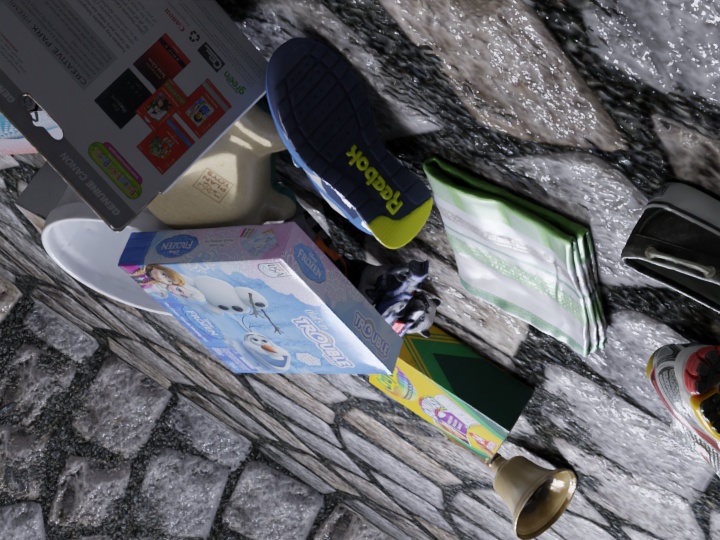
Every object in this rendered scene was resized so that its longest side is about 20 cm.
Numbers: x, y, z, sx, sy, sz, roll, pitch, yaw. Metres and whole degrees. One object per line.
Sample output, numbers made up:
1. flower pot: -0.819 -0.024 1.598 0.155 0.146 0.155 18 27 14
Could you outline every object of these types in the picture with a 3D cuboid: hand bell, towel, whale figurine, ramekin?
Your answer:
1. hand bell: 0.161 0.233 1.707 0.200 0.104 0.104 38 170 37
2. towel: 0.125 -0.006 1.113 0.149 0.031 0.200 26 163 26
3. whale figurine: -0.118 -0.107 1.236 0.159 0.104 0.200 32 142 -11
4. ramekin: -0.212 -0.044 1.395 0.199 0.106 0.200 14 154 7

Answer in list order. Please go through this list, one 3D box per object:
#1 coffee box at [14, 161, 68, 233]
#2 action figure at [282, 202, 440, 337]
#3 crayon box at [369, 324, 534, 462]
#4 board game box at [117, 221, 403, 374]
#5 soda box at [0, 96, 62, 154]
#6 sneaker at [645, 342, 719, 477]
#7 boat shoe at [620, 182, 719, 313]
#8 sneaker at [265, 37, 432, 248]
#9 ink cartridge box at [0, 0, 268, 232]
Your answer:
1. coffee box: -0.383 -0.055 1.935 0.114 0.080 0.200 27 163 25
2. action figure: 0.000 0.000 1.342 0.193 0.105 0.200 31 141 -16
3. crayon box: 0.096 0.131 1.536 0.172 0.058 0.200 32 165 9
4. board game box: -0.092 0.031 1.289 0.198 0.044 0.200 -3 145 35
5. soda box: -0.225 -0.141 1.128 0.199 0.064 0.068 -3 155 6
6. sneaker: 0.297 0.125 1.090 0.200 0.078 0.082 53 162 -27
7. boat shoe: 0.257 0.021 0.850 0.199 0.064 0.071 30 164 18
8. sneaker: -0.022 -0.099 1.059 0.082 0.074 0.200 37 165 50
9. ink cartridge box: -0.193 -0.154 1.003 0.200 0.176 0.084 49 161 -17
